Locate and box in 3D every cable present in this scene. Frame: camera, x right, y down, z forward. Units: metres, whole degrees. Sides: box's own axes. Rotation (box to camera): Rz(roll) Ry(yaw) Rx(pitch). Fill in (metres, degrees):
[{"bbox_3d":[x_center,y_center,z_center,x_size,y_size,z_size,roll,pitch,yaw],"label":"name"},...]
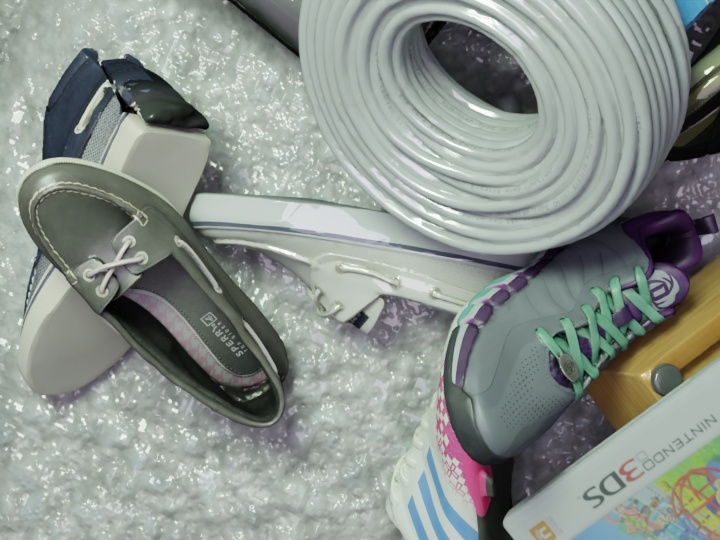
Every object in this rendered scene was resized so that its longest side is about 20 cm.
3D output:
[{"bbox_3d":[0.059,-0.101,0.849,0.200,0.069,0.200,-14,118,45],"label":"cable"}]

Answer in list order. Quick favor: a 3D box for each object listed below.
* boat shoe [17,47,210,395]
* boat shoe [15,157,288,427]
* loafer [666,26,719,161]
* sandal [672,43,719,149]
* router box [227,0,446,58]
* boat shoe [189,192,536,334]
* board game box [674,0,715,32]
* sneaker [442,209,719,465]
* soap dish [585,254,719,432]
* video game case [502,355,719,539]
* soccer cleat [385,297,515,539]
[{"bbox_3d":[-0.155,-0.031,0.995,0.093,0.075,0.200,50,120,38],"label":"boat shoe"},{"bbox_3d":[-0.104,0.014,0.939,0.067,0.057,0.200,-39,125,9],"label":"boat shoe"},{"bbox_3d":[0.211,-0.109,0.941,0.199,0.073,0.072,-15,83,-2],"label":"loafer"},{"bbox_3d":[0.218,-0.138,0.876,0.201,0.080,0.057,-34,66,-4],"label":"sandal"},{"bbox_3d":[0.009,-0.209,0.957,0.150,0.062,0.200,39,98,1],"label":"router box"},{"bbox_3d":[0.000,0.000,0.973,0.199,0.071,0.070,10,93,0],"label":"boat shoe"},{"bbox_3d":[0.138,-0.235,0.885,0.196,0.056,0.200,44,55,2],"label":"board game box"},{"bbox_3d":[0.114,0.022,0.889,0.087,0.200,0.075,-15,113,39],"label":"sneaker"},{"bbox_3d":[0.235,0.085,0.925,0.157,0.081,0.200,-36,88,-8],"label":"soap dish"},{"bbox_3d":[0.197,0.155,0.874,0.182,0.022,0.200,-42,86,31],"label":"video game case"},{"bbox_3d":[0.048,0.106,0.957,0.086,0.070,0.201,10,109,33],"label":"soccer cleat"}]
